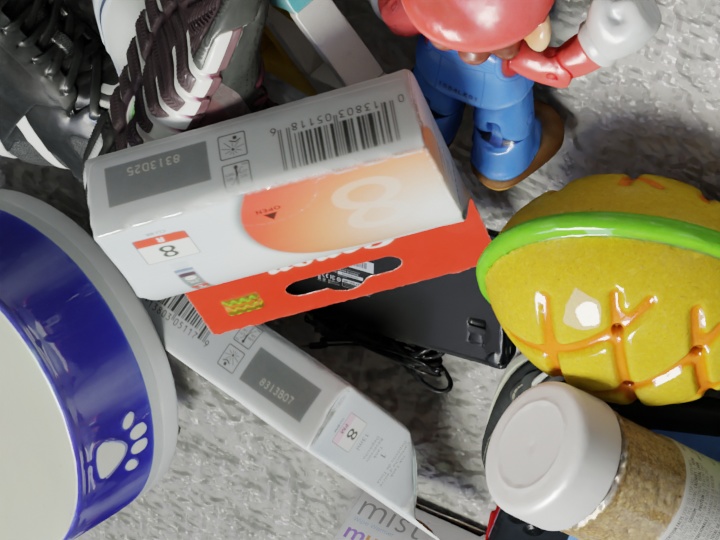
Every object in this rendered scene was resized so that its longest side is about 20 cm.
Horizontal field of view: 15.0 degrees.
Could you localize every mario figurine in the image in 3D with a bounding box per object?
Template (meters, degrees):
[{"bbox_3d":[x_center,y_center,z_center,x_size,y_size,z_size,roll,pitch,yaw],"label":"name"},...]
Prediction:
[{"bbox_3d":[0.068,-0.122,1.264,0.123,0.106,0.200,-7,155,-5],"label":"mario figurine"}]

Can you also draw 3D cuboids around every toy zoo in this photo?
[{"bbox_3d":[-0.054,-0.143,1.315,0.200,0.020,0.131,53,169,-27],"label":"toy zoo"}]

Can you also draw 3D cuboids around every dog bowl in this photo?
[{"bbox_3d":[-0.200,0.060,1.558,0.200,0.079,0.200,27,133,33],"label":"dog bowl"}]

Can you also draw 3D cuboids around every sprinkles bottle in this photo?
[{"bbox_3d":[0.154,0.119,1.347,0.200,0.068,0.068,26,155,-34],"label":"sprinkles bottle"}]

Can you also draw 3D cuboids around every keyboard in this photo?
[{"bbox_3d":[0.000,0.000,1.507,0.200,0.040,0.104,17,121,26],"label":"keyboard"}]

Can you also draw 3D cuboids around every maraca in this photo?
[{"bbox_3d":[0.154,0.015,1.323,0.200,0.107,0.137,15,156,-12],"label":"maraca"}]

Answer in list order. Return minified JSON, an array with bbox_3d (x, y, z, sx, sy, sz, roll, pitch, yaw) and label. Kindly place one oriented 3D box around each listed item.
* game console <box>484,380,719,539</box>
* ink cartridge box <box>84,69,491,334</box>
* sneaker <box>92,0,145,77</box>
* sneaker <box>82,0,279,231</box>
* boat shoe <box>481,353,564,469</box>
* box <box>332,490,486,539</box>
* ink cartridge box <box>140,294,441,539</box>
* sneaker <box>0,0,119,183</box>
[{"bbox_3d":[0.175,0.119,1.432,0.200,0.031,0.177,7,148,-7],"label":"game console"},{"bbox_3d":[-0.026,-0.011,1.317,0.162,0.050,0.200,-15,149,9],"label":"ink cartridge box"},{"bbox_3d":[-0.085,-0.075,1.402,0.071,0.073,0.200,64,-178,42],"label":"sneaker"},{"bbox_3d":[-0.052,-0.083,1.305,0.115,0.076,0.200,5,147,-23],"label":"sneaker"},{"bbox_3d":[0.109,0.081,1.478,0.072,0.068,0.200,34,149,-4],"label":"boat shoe"},{"bbox_3d":[0.073,0.246,1.697,0.200,0.097,0.177,24,148,16],"label":"box"},{"bbox_3d":[-0.028,0.079,1.569,0.163,0.057,0.200,32,179,35],"label":"ink cartridge box"},{"bbox_3d":[-0.156,-0.121,1.444,0.112,0.073,0.200,17,152,18],"label":"sneaker"}]
